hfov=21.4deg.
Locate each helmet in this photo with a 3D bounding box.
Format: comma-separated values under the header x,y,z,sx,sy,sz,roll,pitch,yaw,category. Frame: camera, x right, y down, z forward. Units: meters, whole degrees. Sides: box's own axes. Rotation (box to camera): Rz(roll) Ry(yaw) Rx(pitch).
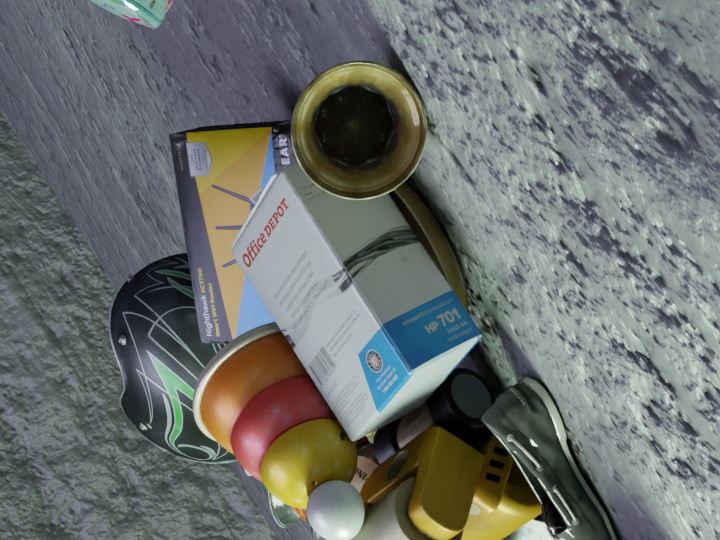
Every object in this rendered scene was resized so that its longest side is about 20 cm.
x,y,z,sx,sy,sz,roll,pitch,yaw,category
-0.152,0.079,1.914,0.200,0.199,0.192,48,150,35,helmet

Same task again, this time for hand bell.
x,y,z,sx,sy,sz,roll,pitch,yaw,category
-0.011,-0.123,1.524,0.105,0.104,0.200,60,180,-12,hand bell

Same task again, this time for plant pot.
x,y,z,sx,sy,sz,roll,pitch,yaw,category
0.036,-0.009,1.631,0.200,0.027,0.201,48,155,31,plant pot

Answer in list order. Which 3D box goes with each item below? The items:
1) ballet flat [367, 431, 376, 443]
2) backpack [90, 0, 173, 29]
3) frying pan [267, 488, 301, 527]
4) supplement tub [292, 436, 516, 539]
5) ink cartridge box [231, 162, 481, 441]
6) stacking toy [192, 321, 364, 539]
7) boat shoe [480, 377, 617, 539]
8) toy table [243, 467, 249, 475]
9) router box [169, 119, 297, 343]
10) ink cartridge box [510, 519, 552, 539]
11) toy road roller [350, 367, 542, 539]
x,y,z,sx,sy,sz,roll,pitch,yaw,category
0.045,0.169,1.885,0.071,0.070,0.200,53,153,18,ballet flat
-0.191,-0.292,1.583,0.177,0.151,0.200,31,175,-31,backpack
-0.057,0.155,1.845,0.031,0.191,0.115,2,155,18,frying pan
0.041,0.244,1.759,0.200,0.123,0.123,37,161,16,supplement tub
-0.007,0.018,1.583,0.201,0.085,0.147,58,148,14,ink cartridge box
-0.047,0.155,1.634,0.201,0.145,0.147,58,170,39,stacking toy
0.158,0.182,1.601,0.201,0.057,0.067,64,166,-23,boat shoe
-0.062,0.150,2.115,0.118,0.183,0.200,69,-158,-12,toy table
-0.092,-0.034,1.748,0.148,0.051,0.202,-1,102,36,router box
0.153,0.261,1.819,0.199,0.047,0.161,13,139,37,ink cartridge box
0.085,0.198,1.644,0.146,0.201,0.123,35,136,-13,toy road roller
